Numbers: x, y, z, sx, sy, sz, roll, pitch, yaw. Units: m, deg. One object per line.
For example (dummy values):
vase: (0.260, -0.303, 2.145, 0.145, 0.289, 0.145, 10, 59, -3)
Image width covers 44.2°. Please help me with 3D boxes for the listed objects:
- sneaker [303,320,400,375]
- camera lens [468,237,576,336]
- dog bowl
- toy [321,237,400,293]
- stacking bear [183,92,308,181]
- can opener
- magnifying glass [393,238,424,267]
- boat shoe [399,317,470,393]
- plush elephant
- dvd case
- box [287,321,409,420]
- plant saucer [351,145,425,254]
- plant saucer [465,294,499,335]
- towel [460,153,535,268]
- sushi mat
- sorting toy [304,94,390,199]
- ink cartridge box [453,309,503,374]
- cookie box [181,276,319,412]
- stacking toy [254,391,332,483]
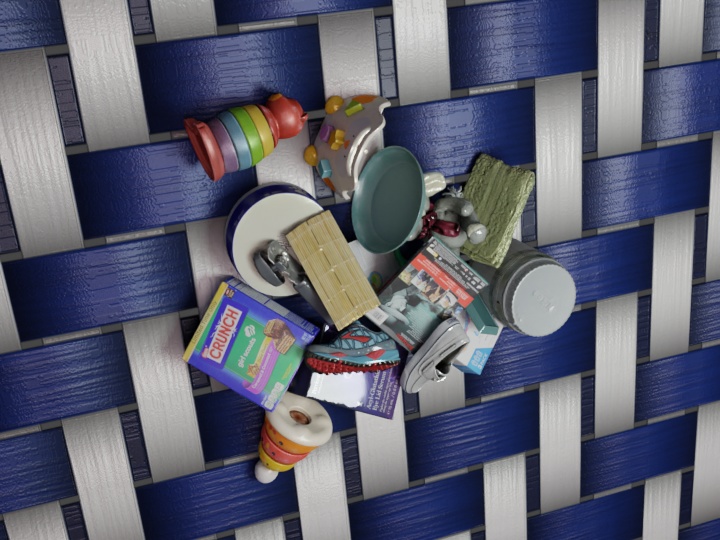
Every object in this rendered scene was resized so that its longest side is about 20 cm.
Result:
sneaker: (-0.023, 0.141, 1.655, 0.198, 0.079, 0.097, 4, 63, -33)
camera lens: (0.313, 0.029, 1.764, 0.158, 0.200, 0.162, -6, 108, -20)
dog bowl: (-0.150, -0.058, 1.648, 0.198, 0.079, 0.203, -6, 110, -16)
toy: (0.000, 0.000, 1.694, 0.199, 0.047, 0.116, -25, 96, -48)
stacking bear: (-0.191, -0.246, 1.558, 0.198, 0.121, 0.115, -26, 113, -16)
can opener: (-0.115, 0.027, 1.628, 0.066, 0.054, 0.200, -27, 120, 28)
magnifying glass: (0.105, 0.011, 1.727, 0.079, 0.022, 0.202, 5, 68, -17)
boat shoe: (0.140, 0.177, 1.676, 0.073, 0.066, 0.201, -12, 144, -39)
plush elephant: (0.130, -0.096, 1.678, 0.153, 0.202, 0.165, 10, 140, -18)
dvd case: (0.118, 0.049, 1.647, 0.146, 0.022, 0.200, 38, 106, -18)
box: (-0.024, 0.196, 1.742, 0.198, 0.104, 0.150, 17, 82, -24)
plant saucer: (0.059, -0.127, 1.637, 0.036, 0.200, 0.202, 10, 106, -38)
plant saucer: (0.208, 0.039, 1.738, 0.019, 0.201, 0.070, -41, 150, 27)
towel: (0.251, -0.117, 1.732, 0.036, 0.148, 0.202, 10, 104, -49)
sushi mat: (-0.049, -0.002, 1.602, 0.095, 0.012, 0.202, -29, 89, -12)
sorting toy: (-0.012, -0.222, 1.581, 0.106, 0.180, 0.202, 20, 101, -24)
ink cartridge box: (0.174, 0.107, 1.756, 0.199, 0.068, 0.116, 34, 75, -24)
cookie box: (-0.205, 0.137, 1.657, 0.199, 0.075, 0.172, 30, 98, 3)
stacking toy: (-0.156, 0.355, 1.777, 0.145, 0.147, 0.201, 18, 117, -23)
